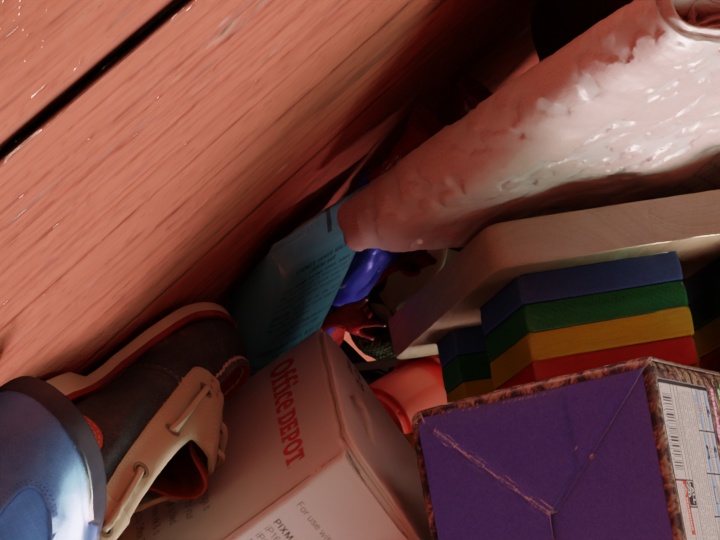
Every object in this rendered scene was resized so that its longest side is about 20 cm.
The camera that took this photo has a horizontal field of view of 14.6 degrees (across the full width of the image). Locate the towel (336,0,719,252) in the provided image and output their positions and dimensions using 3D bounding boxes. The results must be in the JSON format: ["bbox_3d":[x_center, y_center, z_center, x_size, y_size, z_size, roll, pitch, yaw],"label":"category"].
[{"bbox_3d":[0.118,-0.057,1.101,0.190,0.032,0.200,-3,159,-40],"label":"towel"}]

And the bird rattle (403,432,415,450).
[{"bbox_3d":[0.009,0.162,1.242,0.112,0.164,0.200,3,155,-30],"label":"bird rattle"}]

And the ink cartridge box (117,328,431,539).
[{"bbox_3d":[-0.067,0.130,1.117,0.199,0.086,0.148,-34,-162,6],"label":"ink cartridge box"}]

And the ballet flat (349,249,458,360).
[{"bbox_3d":[0.067,-0.025,1.403,0.200,0.068,0.075,-47,153,17],"label":"ballet flat"}]

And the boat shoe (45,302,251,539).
[{"bbox_3d":[-0.085,0.065,1.062,0.071,0.063,0.200,-50,172,21],"label":"boat shoe"}]

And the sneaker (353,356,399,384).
[{"bbox_3d":[0.013,0.076,1.356,0.199,0.074,0.079,-13,165,-29],"label":"sneaker"}]

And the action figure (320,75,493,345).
[{"bbox_3d":[0.000,0.000,1.233,0.200,0.052,0.065,-49,176,42],"label":"action figure"}]

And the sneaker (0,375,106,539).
[{"bbox_3d":[-0.154,0.117,0.958,0.078,0.066,0.200,-29,162,-52],"label":"sneaker"}]

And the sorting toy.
[{"bbox_3d":[0.131,0.022,1.202,0.197,0.070,0.200,-9,169,-13],"label":"sorting toy"}]

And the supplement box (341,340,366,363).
[{"bbox_3d":[-0.064,0.134,1.432,0.200,0.086,0.110,-43,172,-18],"label":"supplement box"}]

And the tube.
[{"bbox_3d":[-0.051,0.044,1.204,0.077,0.050,0.200,-41,166,-49],"label":"tube"}]

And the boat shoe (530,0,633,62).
[{"bbox_3d":[0.127,-0.116,1.122,0.072,0.073,0.200,-17,169,-15],"label":"boat shoe"}]

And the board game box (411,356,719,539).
[{"bbox_3d":[0.111,0.127,1.102,0.096,0.161,0.200,-13,170,20],"label":"board game box"}]

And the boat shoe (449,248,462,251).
[{"bbox_3d":[0.115,-0.064,1.254,0.199,0.072,0.068,-21,-154,16],"label":"boat shoe"}]

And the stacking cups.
[{"bbox_3d":[0.072,0.041,1.336,0.200,0.061,0.061,-27,162,-48],"label":"stacking cups"}]
